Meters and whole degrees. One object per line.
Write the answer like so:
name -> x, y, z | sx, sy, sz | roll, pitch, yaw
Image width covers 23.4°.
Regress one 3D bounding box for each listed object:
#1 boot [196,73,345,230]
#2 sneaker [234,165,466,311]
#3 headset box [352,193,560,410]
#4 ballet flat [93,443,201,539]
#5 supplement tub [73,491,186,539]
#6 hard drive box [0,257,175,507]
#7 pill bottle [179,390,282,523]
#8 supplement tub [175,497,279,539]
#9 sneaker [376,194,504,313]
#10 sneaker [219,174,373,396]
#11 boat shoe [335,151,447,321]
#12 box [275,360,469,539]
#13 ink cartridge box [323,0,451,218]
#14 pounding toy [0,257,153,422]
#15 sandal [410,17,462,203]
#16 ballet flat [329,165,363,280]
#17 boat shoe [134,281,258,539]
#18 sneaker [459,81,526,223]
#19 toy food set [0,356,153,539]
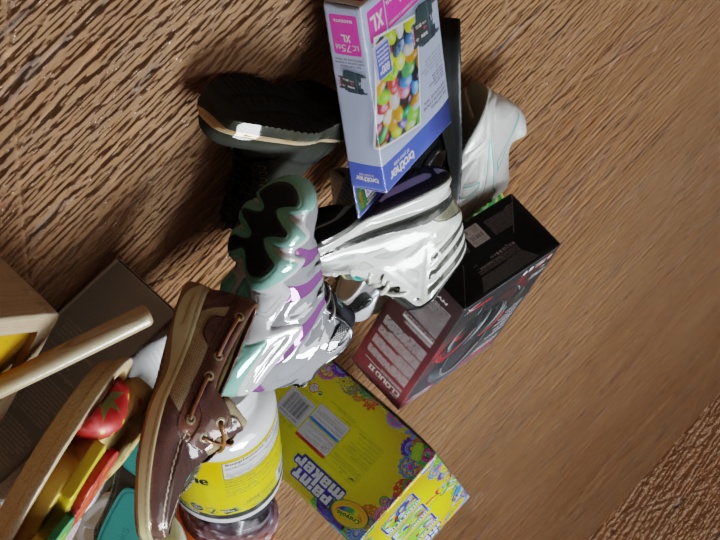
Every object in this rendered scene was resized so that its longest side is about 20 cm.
boot -> -0.088, -0.079, 1.382 | 0.139, 0.077, 0.200 | -53, 157, 20
sneaker -> 0.000, 0.000, 1.481 | 0.200, 0.076, 0.116 | -22, 115, -1
headset box -> 0.087, 0.037, 1.683 | 0.148, 0.075, 0.200 | -31, 161, -38
ballet flat -> -0.169, 0.165, 1.433 | 0.200, 0.068, 0.075 | -62, 177, 40
supplement tub -> -0.239, 0.314, 1.638 | 0.122, 0.122, 0.200 | -28, 149, -43
hard drive box -> -0.227, 0.111, 1.405 | 0.200, 0.077, 0.156 | -44, 157, -15
pill bottle -> -0.131, 0.142, 1.586 | 0.112, 0.112, 0.200 | -40, 155, -22
supplement tub -> -0.144, 0.278, 1.781 | 0.107, 0.107, 0.200 | -28, 148, -42
sneaker -> 0.058, -0.032, 1.749 | 0.200, 0.074, 0.084 | -39, 127, -15
sneaker -> -0.042, 0.012, 1.409 | 0.139, 0.078, 0.201 | 2, 125, -36
boat shoe -> 0.018, -0.046, 1.646 | 0.065, 0.074, 0.201 | 19, 105, -35
box -> -0.013, 0.189, 1.764 | 0.122, 0.200, 0.193 | -48, 157, -5
ink cartridge box -> 0.026, -0.152, 1.404 | 0.119, 0.042, 0.201 | -48, 142, -43
pounding toy -> -0.280, 0.065, 1.148 | 0.200, 0.142, 0.184 | -5, 131, -60
sandal -> 0.068, -0.128, 1.563 | 0.075, 0.048, 0.201 | -81, 171, -73
ballet flat -> 0.010, -0.092, 1.533 | 0.072, 0.072, 0.201 | -10, 123, -58
boat shoe -> -0.122, 0.109, 1.314 | 0.072, 0.072, 0.201 | 95, 8, -70
sneaker -> 0.100, -0.078, 1.675 | 0.080, 0.070, 0.201 | 20, 103, -37
toy food set -> -0.212, 0.153, 1.256 | 0.198, 0.049, 0.200 | -60, 180, -16
